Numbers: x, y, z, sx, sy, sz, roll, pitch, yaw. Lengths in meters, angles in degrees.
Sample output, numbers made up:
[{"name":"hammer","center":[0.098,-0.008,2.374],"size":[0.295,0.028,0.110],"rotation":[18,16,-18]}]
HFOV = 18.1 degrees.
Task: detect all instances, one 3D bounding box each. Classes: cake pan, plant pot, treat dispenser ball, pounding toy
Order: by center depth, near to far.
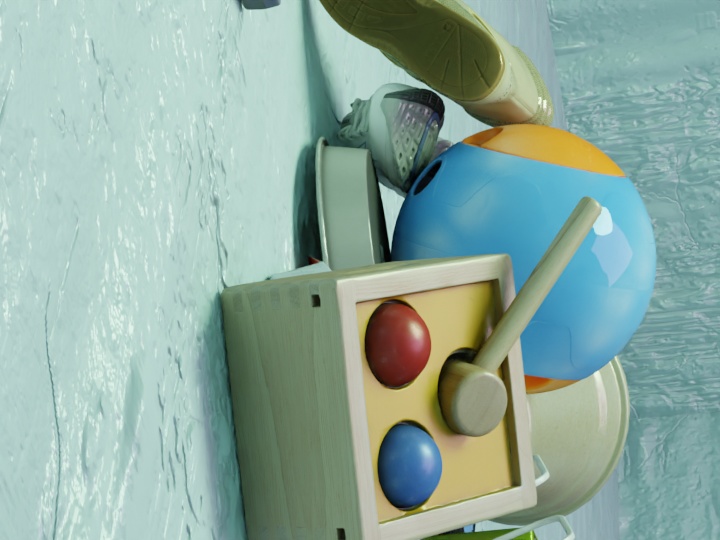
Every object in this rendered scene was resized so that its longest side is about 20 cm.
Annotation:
[{"name":"pounding toy","center":[0.040,0.060,1.362],"size":[0.199,0.141,0.186],"rotation":[-8,93,-45]},{"name":"cake pan","center":[0.000,0.000,1.662],"size":[0.200,0.036,0.202],"rotation":[-7,90,-85]},{"name":"treat dispenser ball","center":[0.121,-0.008,1.697],"size":[0.201,0.199,0.203],"rotation":[-6,90,-80]},{"name":"plant pot","center":[0.102,0.119,1.861],"size":[0.183,0.199,0.203],"rotation":[-3,87,-68]}]

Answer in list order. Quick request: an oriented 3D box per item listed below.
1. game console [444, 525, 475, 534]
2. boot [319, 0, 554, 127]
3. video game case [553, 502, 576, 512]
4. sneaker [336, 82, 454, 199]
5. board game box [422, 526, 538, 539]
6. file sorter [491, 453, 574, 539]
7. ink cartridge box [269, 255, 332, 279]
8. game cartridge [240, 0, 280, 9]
[{"name":"game console","center":[0.133,0.177,2.126],"size":[0.200,0.117,0.174],"rotation":[-76,158,-61]},{"name":"boot","center":[0.055,-0.182,1.733],"size":[0.073,0.200,0.155],"rotation":[-54,156,7]},{"name":"video game case","center":[0.111,0.113,1.970],"size":[0.017,0.142,0.202],"rotation":[3,81,-67]},{"name":"sneaker","center":[0.019,-0.101,1.750],"size":[0.075,0.087,0.200],"rotation":[-62,170,-11]},{"name":"board game box","center":[0.105,0.325,1.926],"size":[0.048,0.101,0.202],"rotation":[60,26,-64]},{"name":"file sorter","center":[0.092,0.204,1.611],"size":[0.139,0.124,0.202],"rotation":[-50,117,-87]},{"name":"ink cartridge box","center":[-0.034,0.077,1.516],"size":[0.200,0.047,0.162],"rotation":[-145,-133,-82]},{"name":"game cartridge","center":[-0.083,-0.271,1.426],"size":[0.200,0.038,0.131],"rotation":[64,27,-63]}]
